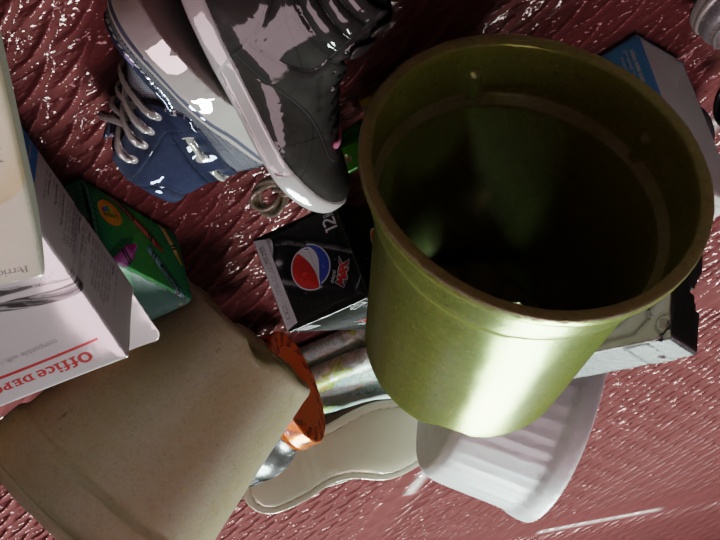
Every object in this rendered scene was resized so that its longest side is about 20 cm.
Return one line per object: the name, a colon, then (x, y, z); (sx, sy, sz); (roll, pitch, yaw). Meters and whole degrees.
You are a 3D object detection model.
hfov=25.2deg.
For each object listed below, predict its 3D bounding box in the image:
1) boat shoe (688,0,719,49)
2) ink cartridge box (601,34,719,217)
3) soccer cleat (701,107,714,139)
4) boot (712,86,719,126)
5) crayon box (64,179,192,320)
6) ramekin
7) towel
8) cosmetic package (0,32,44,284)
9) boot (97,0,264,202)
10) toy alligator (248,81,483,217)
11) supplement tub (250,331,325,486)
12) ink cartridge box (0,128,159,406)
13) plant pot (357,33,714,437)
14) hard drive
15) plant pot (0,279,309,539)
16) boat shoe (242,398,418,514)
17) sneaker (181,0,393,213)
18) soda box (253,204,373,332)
boat shoe: (0.304, -0.174, 0.991); (0.201, 0.065, 0.074); (-15, 156, -2)
ink cartridge box: (0.139, -0.054, 1.089); (0.200, 0.116, 0.068); (-30, 151, 31)
soccer cleat: (0.210, -0.062, 1.198); (0.073, 0.068, 0.200); (-41, 164, -41)
boot: (0.289, -0.107, 1.124); (0.131, 0.070, 0.200); (-4, 142, -36)
crayon box: (-0.231, 0.019, 1.086); (0.199, 0.058, 0.119); (-24, 155, 17)
ramekin: (0.117, 0.092, 1.293); (0.097, 0.201, 0.201); (18, 148, -9)
towel: (-0.009, 0.105, 1.428); (0.199, 0.048, 0.171); (-24, 156, 18)
cosmetic package: (-0.220, -0.082, 0.783); (0.103, 0.073, 0.200); (-11, 136, -8)
boot: (-0.113, -0.091, 0.901); (0.090, 0.073, 0.200); (-27, 155, 10)
toy alligator: (0.020, -0.090, 1.020); (0.199, 0.059, 0.054); (-24, -165, 18)
supplement tub: (-0.137, 0.129, 1.306); (0.199, 0.123, 0.123); (-22, 155, 15)
ink cartridge box: (-0.214, 0.011, 0.965); (0.116, 0.068, 0.200); (-21, 128, 12)
plant pot: (0.082, -0.002, 0.945); (0.200, 0.201, 0.185); (-8, 146, -17)
hard drive: (0.150, 0.008, 1.143); (0.038, 0.140, 0.200); (29, 150, -37)
plant pot: (-0.142, 0.112, 1.159); (0.184, 0.200, 0.200); (-49, 153, -2)
boat shoe: (-0.020, 0.155, 1.400); (0.199, 0.072, 0.059); (-19, -166, -22)
sneaker: (-0.018, -0.110, 0.881); (0.099, 0.071, 0.200); (-19, 137, 10)
soda box: (0.000, 0.000, 1.117); (0.063, 0.071, 0.200); (-24, 171, 17)
